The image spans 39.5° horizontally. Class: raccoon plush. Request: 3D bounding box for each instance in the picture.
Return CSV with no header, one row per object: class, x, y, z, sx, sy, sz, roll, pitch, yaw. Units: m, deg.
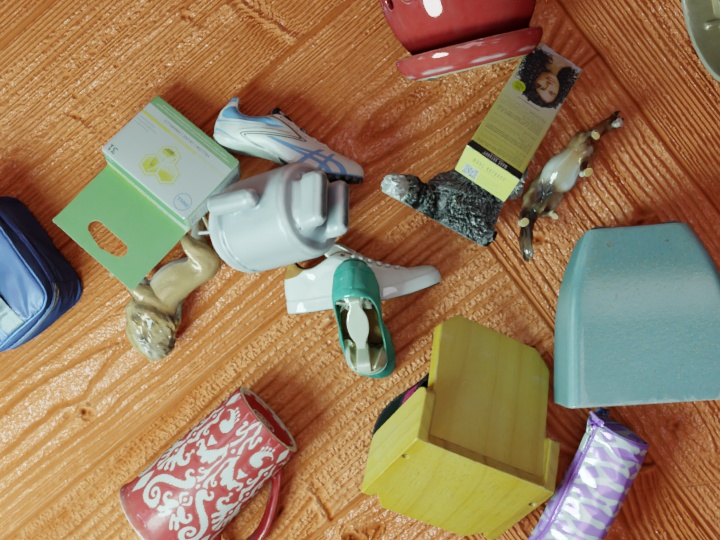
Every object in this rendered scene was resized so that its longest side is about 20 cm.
raccoon plush,0.128,-0.114,1.185,0.096,0.199,0.135,31,96,35

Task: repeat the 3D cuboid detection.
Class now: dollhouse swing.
dollhouse swing,0.124,0.192,1.237,0.198,0.178,0.182,23,132,-21

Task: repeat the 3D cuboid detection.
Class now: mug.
mug,-0.177,0.262,1.274,0.200,0.177,0.134,-44,53,2

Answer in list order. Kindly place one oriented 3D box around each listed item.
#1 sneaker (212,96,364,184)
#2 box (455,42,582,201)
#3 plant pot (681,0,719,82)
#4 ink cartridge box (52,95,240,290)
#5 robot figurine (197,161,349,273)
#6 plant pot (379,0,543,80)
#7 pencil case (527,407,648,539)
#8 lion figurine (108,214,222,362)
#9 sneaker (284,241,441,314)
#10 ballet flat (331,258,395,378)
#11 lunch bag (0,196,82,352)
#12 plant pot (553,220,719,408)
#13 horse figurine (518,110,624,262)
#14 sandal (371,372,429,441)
sneaker,-0.085,-0.158,1.249,0.197,0.072,0.074,21,87,0
box,0.188,-0.180,1.179,0.075,0.050,0.201,31,60,1
plant pot,0.494,-0.328,1.140,0.181,0.200,0.204,-15,92,-6
ink cartridge box,-0.264,-0.098,1.231,0.145,0.048,0.200,38,71,11
robot figurine,-0.104,-0.061,1.209,0.198,0.169,0.115,-13,64,37
plant pot,0.116,-0.326,1.159,0.197,0.201,0.185,-13,100,6
pencil case,0.276,0.274,1.228,0.085,0.084,0.203,21,95,-31
lion figurine,-0.233,0.011,1.271,0.200,0.072,0.123,-44,93,4
sneaker,0.000,0.000,1.248,0.196,0.073,0.086,-8,88,3
ballet flat,0.000,0.079,1.204,0.066,0.071,0.202,-3,132,11
lunch bag,-0.464,-0.004,1.258,0.135,0.132,0.201,-40,90,6
plant pot,0.321,0.051,1.172,0.192,0.196,0.204,-5,84,5
horse figurine,0.243,-0.109,1.207,0.050,0.133,0.201,35,109,-2
sandal,0.084,0.172,1.266,0.075,0.045,0.200,41,96,0
